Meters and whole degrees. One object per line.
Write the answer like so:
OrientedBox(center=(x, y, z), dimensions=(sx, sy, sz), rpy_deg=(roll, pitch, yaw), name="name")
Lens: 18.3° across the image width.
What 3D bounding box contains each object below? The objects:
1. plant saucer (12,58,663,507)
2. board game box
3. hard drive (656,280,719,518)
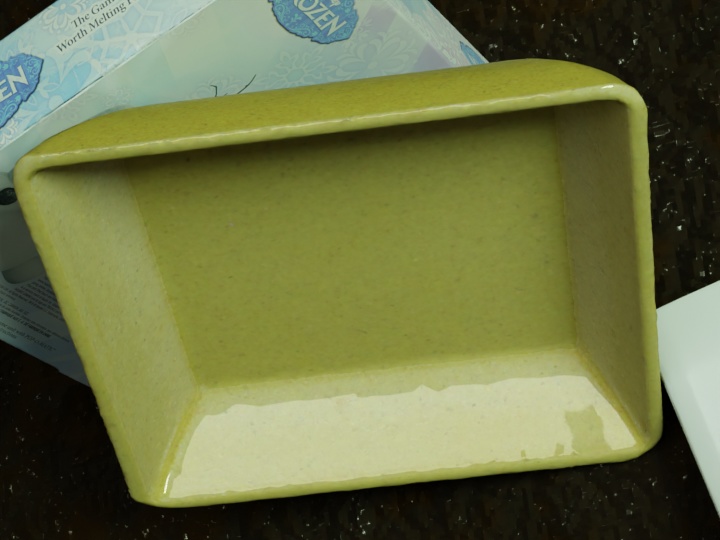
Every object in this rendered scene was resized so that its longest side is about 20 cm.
OrientedBox(center=(0.000, 0.000, 0.772), dimensions=(0.199, 0.200, 0.049), rpy_deg=(-6, 51, 5), name="plant saucer")
OrientedBox(center=(-0.058, -0.040, 0.818), dimensions=(0.198, 0.200, 0.044), rpy_deg=(-32, 61, 13), name="board game box")
OrientedBox(center=(0.193, 0.080, 0.763), dimensions=(0.131, 0.025, 0.201), rpy_deg=(-25, 67, 11), name="hard drive")
